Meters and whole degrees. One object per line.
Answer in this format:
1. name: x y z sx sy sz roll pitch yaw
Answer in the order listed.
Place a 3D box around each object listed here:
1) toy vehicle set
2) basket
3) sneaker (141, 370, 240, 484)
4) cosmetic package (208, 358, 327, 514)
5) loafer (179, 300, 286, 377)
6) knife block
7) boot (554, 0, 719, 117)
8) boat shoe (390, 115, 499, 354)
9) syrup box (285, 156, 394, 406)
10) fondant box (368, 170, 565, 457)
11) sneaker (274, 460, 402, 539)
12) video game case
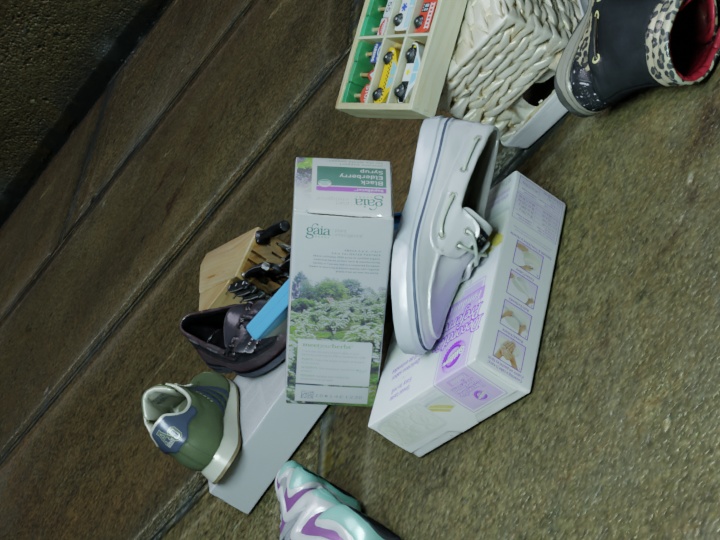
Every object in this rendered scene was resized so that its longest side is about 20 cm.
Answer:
1. toy vehicle set: 0.046 -0.234 1.449 0.124 0.026 0.201 7 80 57
2. basket: 0.124 -0.234 1.474 0.136 0.123 0.201 -43 43 36
3. sneaker: -0.172 0.134 1.607 0.067 0.090 0.200 -55 18 11
4. cosmetic package: -0.081 0.121 1.617 0.200 0.052 0.151 -54 21 12
5. loafer: -0.124 0.064 1.633 0.200 0.063 0.072 -14 43 61
6. knife block: -0.113 -0.011 1.878 0.176 0.064 0.200 -50 20 19
7. boot: 0.247 -0.224 1.322 0.154 0.073 0.205 -3 61 63
8. boat shoe: 0.070 -0.032 1.282 0.066 0.074 0.201 1 72 20
9. syrup box: -0.019 0.011 1.325 0.082 0.078 0.201 -91 4 -54
10. fondant box: 0.088 0.035 1.328 0.144 0.058 0.201 -37 29 45
11. sneaker: -0.052 0.240 1.322 0.140 0.078 0.200 -58 19 -3
12. video game case: 0.000 0.000 1.465 0.143 0.018 0.200 -47 -19 28
